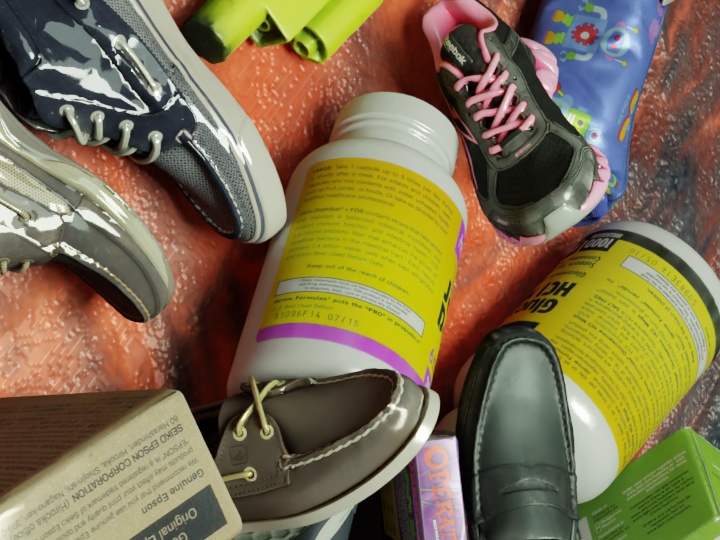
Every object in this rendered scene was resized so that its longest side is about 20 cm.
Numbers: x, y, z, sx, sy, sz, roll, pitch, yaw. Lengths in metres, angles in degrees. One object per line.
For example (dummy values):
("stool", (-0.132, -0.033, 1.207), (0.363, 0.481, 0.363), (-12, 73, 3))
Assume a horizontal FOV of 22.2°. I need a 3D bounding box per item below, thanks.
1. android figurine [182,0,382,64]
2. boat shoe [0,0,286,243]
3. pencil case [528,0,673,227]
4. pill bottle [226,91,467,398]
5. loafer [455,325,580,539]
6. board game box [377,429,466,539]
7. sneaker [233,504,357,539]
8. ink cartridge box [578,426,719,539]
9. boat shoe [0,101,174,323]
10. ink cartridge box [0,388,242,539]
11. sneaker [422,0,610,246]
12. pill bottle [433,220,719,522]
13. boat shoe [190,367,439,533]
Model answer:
("android figurine", (-0.047, -0.211, 1.032), (0.182, 0.041, 0.200), (53, 57, -24))
("boat shoe", (-0.125, -0.081, 0.944), (0.093, 0.075, 0.200), (-40, 103, -29))
("pencil case", (0.146, -0.126, 1.161), (0.078, 0.087, 0.200), (59, 46, -64))
("pill bottle", (0.000, 0.000, 1.001), (0.104, 0.104, 0.200), (40, 49, -31))
("loafer", (0.089, 0.131, 0.986), (0.068, 0.070, 0.201), (0, 92, -13))
("board game box", (0.038, 0.188, 1.023), (0.032, 0.120, 0.200), (-6, 91, -7))
("sneaker", (-0.043, 0.189, 0.985), (0.202, 0.077, 0.146), (-66, 156, -54))
("ink cartridge box", (0.213, 0.204, 1.142), (0.200, 0.148, 0.076), (35, 29, -33))
("boat shoe", (-0.179, -0.033, 0.895), (0.200, 0.074, 0.073), (42, 71, -20))
("ink cartridge box", (-0.176, 0.122, 0.791), (0.165, 0.200, 0.075), (-34, 107, -36))
("sneaker", (0.078, -0.093, 1.052), (0.095, 0.079, 0.200), (48, 14, -35))
("pill bottle", (0.129, 0.067, 1.110), (0.200, 0.112, 0.113), (-44, 113, -34))
("boat shoe", (-0.052, 0.087, 0.905), (0.060, 0.200, 0.072), (48, 40, -25))
